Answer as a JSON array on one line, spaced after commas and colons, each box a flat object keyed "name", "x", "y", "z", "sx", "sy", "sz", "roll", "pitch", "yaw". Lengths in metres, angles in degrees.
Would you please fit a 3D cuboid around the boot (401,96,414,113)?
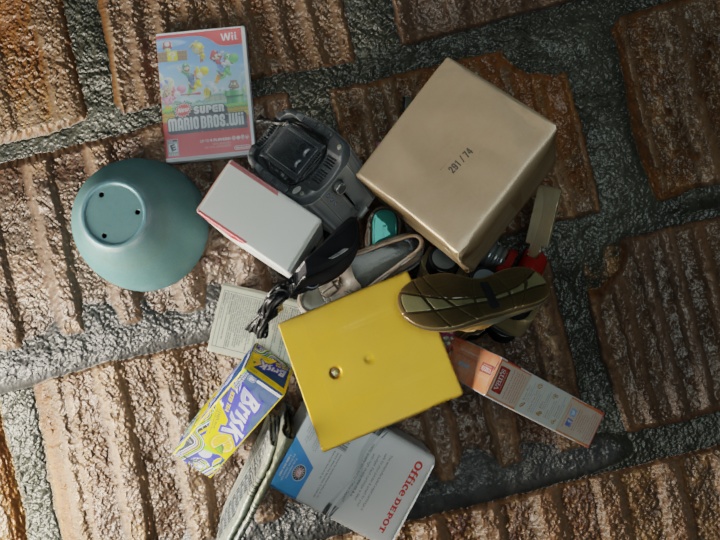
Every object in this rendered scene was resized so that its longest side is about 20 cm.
[{"name": "boot", "x": 0.139, "y": -0.193, "z": 0.942, "sx": 0.129, "sy": 0.068, "sz": 0.202, "roll": -16, "pitch": 52, "yaw": -9}]

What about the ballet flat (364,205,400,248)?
[{"name": "ballet flat", "x": 0.029, "y": 0.007, "z": 0.966, "sx": 0.067, "sy": 0.067, "sz": 0.204, "roll": 9, "pitch": 88, "yaw": -7}]

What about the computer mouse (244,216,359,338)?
[{"name": "computer mouse", "x": -0.067, "y": 0.018, "z": 0.842, "sx": 0.046, "sy": 0.141, "sz": 0.200, "roll": 43, "pitch": 48, "yaw": 1}]

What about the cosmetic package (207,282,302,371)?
[{"name": "cosmetic package", "x": -0.113, "y": 0.091, "z": 0.950, "sx": 0.197, "sy": 0.087, "sz": 0.105, "roll": 15, "pitch": 85, "yaw": 1}]

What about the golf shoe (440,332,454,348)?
[{"name": "golf shoe", "x": 0.052, "y": 0.110, "z": 0.906, "sx": 0.200, "sy": 0.091, "sz": 0.076, "roll": -43, "pitch": 122, "yaw": -6}]

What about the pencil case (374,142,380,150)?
[{"name": "pencil case", "x": 0.110, "y": -0.136, "z": 0.969, "sx": 0.196, "sy": 0.087, "sz": 0.089, "roll": 9, "pitch": 87, "yaw": -1}]

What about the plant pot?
[{"name": "plant pot", "x": -0.332, "y": -0.073, "z": 0.931, "sx": 0.196, "sy": 0.135, "sz": 0.204, "roll": 0, "pitch": 87, "yaw": -1}]

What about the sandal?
[{"name": "sandal", "x": 0.145, "y": 0.044, "z": 0.825, "sx": 0.197, "sy": 0.054, "sz": 0.081, "roll": -9, "pitch": 55, "yaw": -10}]

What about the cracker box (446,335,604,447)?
[{"name": "cracker box", "x": 0.220, "y": 0.166, "z": 0.896, "sx": 0.198, "sy": 0.134, "sz": 0.058, "roll": 28, "pitch": 87, "yaw": -23}]

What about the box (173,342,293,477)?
[{"name": "box", "x": -0.180, "y": 0.200, "z": 0.909, "sx": 0.070, "sy": 0.065, "sz": 0.200, "roll": 36, "pitch": 114, "yaw": -11}]

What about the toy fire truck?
[{"name": "toy fire truck", "x": 0.199, "y": -0.030, "z": 0.929, "sx": 0.174, "sy": 0.129, "sz": 0.201, "roll": 28, "pitch": 60, "yaw": 13}]

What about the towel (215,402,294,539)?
[{"name": "towel", "x": -0.149, "y": 0.285, "z": 0.889, "sx": 0.034, "sy": 0.193, "sz": 0.202, "roll": 29, "pitch": 88, "yaw": -5}]

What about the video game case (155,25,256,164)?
[{"name": "video game case", "x": -0.239, "y": -0.273, "z": 1.000, "sx": 0.140, "sy": 0.017, "sz": 0.204, "roll": -6, "pitch": 87, "yaw": -1}]

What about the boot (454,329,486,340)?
[{"name": "boot", "x": 0.120, "y": 0.095, "z": 0.969, "sx": 0.199, "sy": 0.074, "sz": 0.076, "roll": -33, "pitch": 76, "yaw": -10}]

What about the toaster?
[{"name": "toaster", "x": -0.069, "y": -0.138, "z": 0.916, "sx": 0.199, "sy": 0.129, "sz": 0.114, "roll": 37, "pitch": 86, "yaw": 38}]

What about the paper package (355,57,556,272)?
[{"name": "paper package", "x": 0.128, "y": -0.136, "z": 0.839, "sx": 0.190, "sy": 0.103, "sz": 0.201, "roll": 40, "pitch": 92, "yaw": 22}]

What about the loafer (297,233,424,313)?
[{"name": "loafer", "x": 0.000, "y": 0.000, "z": 0.893, "sx": 0.198, "sy": 0.063, "sz": 0.073, "roll": -28, "pitch": 82, "yaw": -8}]

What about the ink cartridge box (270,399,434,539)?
[{"name": "ink cartridge box", "x": -0.015, "y": 0.278, "z": 0.930, "sx": 0.198, "sy": 0.086, "sz": 0.148, "roll": 31, "pitch": 87, "yaw": -10}]

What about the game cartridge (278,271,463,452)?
[{"name": "game cartridge", "x": 0.012, "y": 0.116, "z": 0.844, "sx": 0.197, "sy": 0.032, "sz": 0.179, "roll": -21, "pitch": 80, "yaw": -1}]

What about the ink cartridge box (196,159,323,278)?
[{"name": "ink cartridge box", "x": -0.130, "y": -0.059, "z": 0.902, "sx": 0.143, "sy": 0.200, "sz": 0.084, "roll": 33, "pitch": 84, "yaw": 1}]
